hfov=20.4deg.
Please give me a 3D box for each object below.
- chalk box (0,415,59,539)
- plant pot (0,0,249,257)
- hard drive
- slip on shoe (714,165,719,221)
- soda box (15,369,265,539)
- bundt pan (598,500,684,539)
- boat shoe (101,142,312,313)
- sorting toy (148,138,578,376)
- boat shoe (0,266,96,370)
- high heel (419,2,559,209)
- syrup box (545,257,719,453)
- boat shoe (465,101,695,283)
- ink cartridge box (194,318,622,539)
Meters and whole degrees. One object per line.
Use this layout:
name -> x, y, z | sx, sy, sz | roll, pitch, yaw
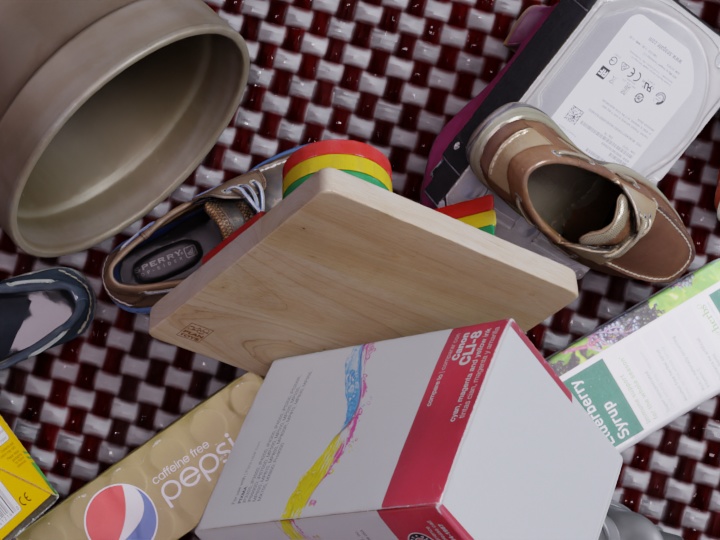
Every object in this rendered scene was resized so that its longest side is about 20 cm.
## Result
chalk box -> -0.322, 0.164, 1.311 | 0.200, 0.124, 0.124 | -32, 95, 35
plant pot -> -0.203, -0.138, 1.329 | 0.200, 0.200, 0.174 | -44, 71, -2
hard drive -> 0.151, -0.097, 1.329 | 0.140, 0.038, 0.200 | 30, 105, -35
slip on shoe -> 0.273, -0.128, 1.381 | 0.061, 0.074, 0.201 | 13, 94, 35
soda box -> -0.132, 0.148, 1.363 | 0.200, 0.064, 0.068 | -35, 88, -2
bundt pan -> 0.158, 0.247, 1.323 | 0.201, 0.076, 0.203 | 3, 80, -18
boat shoe -> -0.083, -0.027, 1.366 | 0.200, 0.072, 0.072 | -30, 87, -1
sorting toy -> 0.000, 0.000, 1.286 | 0.200, 0.199, 0.070 | 22, 51, -31
boat shoe -> -0.278, 0.049, 1.369 | 0.199, 0.062, 0.075 | -14, 91, 0
high heel -> 0.109, -0.092, 1.354 | 0.067, 0.096, 0.200 | 35, 82, -27
syrup box -> 0.174, 0.076, 1.357 | 0.200, 0.081, 0.079 | -30, 87, -3
boat shoe -> 0.150, -0.035, 1.296 | 0.200, 0.072, 0.076 | 26, 107, -36
ink cartridge box -> 0.030, 0.139, 1.245 | 0.145, 0.199, 0.145 | 49, 47, -32
